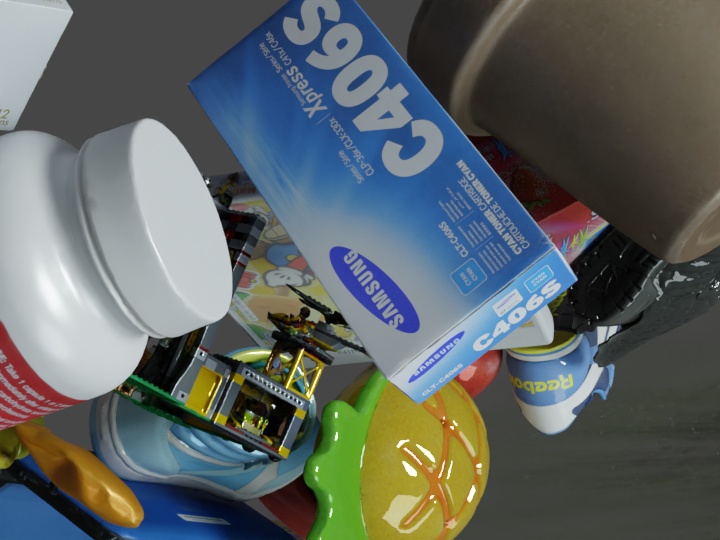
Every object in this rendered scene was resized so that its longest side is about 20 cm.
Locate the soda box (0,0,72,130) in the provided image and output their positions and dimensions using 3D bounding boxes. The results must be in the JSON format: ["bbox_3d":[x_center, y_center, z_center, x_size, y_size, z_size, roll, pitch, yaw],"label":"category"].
[{"bbox_3d":[-0.207,-0.100,0.478,0.199,0.068,0.064,-1,136,-46],"label":"soda box"}]

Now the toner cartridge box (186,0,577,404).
[{"bbox_3d":[0.005,-0.045,0.650,0.095,0.200,0.043,-39,150,5],"label":"toner cartridge box"}]

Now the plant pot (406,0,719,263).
[{"bbox_3d":[0.153,-0.105,0.715,0.200,0.175,0.200,-33,161,-13],"label":"plant pot"}]

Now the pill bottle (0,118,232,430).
[{"bbox_3d":[-0.160,0.011,0.561,0.199,0.113,0.112,-19,154,13],"label":"pill bottle"}]

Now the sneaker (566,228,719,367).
[{"bbox_3d":[0.201,-0.011,0.852,0.200,0.060,0.104,-43,151,24],"label":"sneaker"}]

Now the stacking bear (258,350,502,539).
[{"bbox_3d":[0.030,0.106,0.998,0.121,0.114,0.201,-9,135,-58],"label":"stacking bear"}]

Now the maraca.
[{"bbox_3d":[0.017,0.125,0.858,0.106,0.138,0.200,-1,-174,28],"label":"maraca"}]

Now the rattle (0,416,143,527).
[{"bbox_3d":[-0.238,0.124,0.710,0.199,0.143,0.130,-26,169,-29],"label":"rattle"}]

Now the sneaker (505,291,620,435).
[{"bbox_3d":[0.156,0.053,1.022,0.074,0.083,0.200,-4,-164,29],"label":"sneaker"}]

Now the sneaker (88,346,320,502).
[{"bbox_3d":[-0.059,0.099,0.871,0.130,0.080,0.200,-17,164,33],"label":"sneaker"}]

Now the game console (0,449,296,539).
[{"bbox_3d":[-0.168,0.182,0.882,0.200,0.170,0.119,22,95,-57],"label":"game console"}]

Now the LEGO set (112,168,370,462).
[{"bbox_3d":[-0.094,0.009,0.701,0.200,0.153,0.116,34,74,-37],"label":"LEGO set"}]

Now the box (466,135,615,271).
[{"bbox_3d":[0.135,-0.066,0.862,0.199,0.100,0.096,-28,150,-16],"label":"box"}]

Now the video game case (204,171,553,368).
[{"bbox_3d":[0.000,0.000,0.774,0.181,0.023,0.200,-7,149,18],"label":"video game case"}]

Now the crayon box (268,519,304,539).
[{"bbox_3d":[-0.091,0.230,1.035,0.199,0.052,0.125,-6,180,-42],"label":"crayon box"}]
